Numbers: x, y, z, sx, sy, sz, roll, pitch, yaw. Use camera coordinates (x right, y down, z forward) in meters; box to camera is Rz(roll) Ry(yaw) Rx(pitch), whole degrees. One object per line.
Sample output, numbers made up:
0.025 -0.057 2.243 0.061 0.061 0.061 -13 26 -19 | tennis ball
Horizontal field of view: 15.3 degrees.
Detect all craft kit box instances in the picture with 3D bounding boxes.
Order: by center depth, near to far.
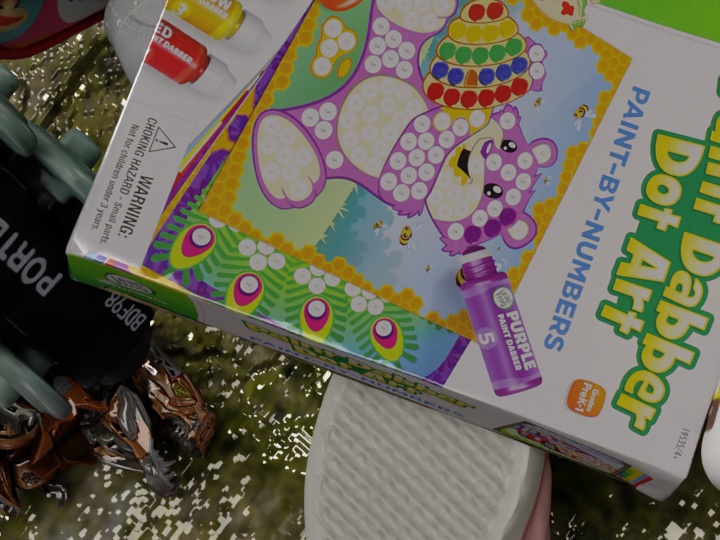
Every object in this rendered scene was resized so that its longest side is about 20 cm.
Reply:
0.036 -0.057 0.823 0.197 0.049 0.201 20 77 0 | craft kit box

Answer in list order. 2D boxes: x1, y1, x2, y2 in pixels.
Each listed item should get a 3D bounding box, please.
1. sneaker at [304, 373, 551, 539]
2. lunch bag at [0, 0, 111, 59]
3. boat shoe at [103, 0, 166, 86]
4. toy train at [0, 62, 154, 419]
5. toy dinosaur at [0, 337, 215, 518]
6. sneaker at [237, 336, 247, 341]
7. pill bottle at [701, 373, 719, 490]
0.032 0.099 0.877 0.075 0.105 0.202 3 89 21 | sneaker
-0.078 -0.155 0.900 0.082 0.200 0.177 37 129 19 | lunch bag
0.005 -0.109 0.907 0.200 0.070 0.072 -26 55 -22 | boat shoe
-0.136 -0.029 0.864 0.085 0.200 0.114 -48 57 -3 | toy train
-0.156 0.047 0.971 0.199 0.102 0.136 10 62 33 | toy dinosaur
0.000 0.000 0.917 0.200 0.075 0.088 33 79 30 | sneaker
0.173 -0.020 0.770 0.109 0.109 0.201 14 83 19 | pill bottle
